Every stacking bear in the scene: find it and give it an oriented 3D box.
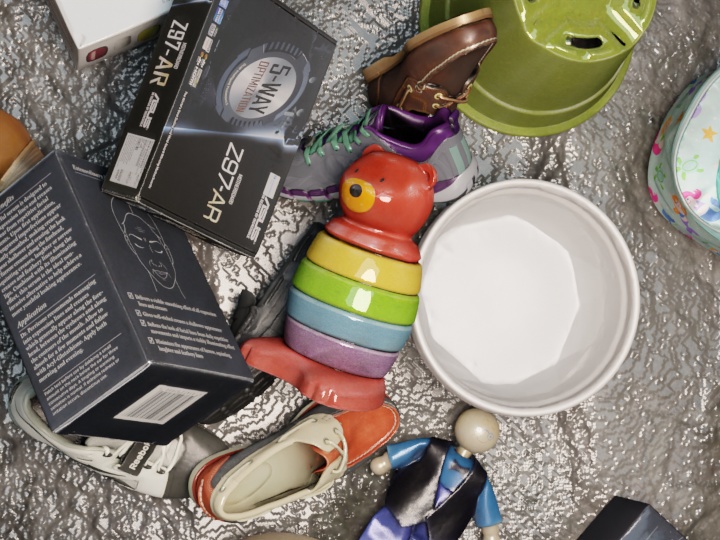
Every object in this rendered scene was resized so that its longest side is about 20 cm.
[{"bbox_3d":[0.000,0.000,1.495,0.114,0.121,0.201,10,102,-50],"label":"stacking bear"}]

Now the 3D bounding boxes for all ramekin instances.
[{"bbox_3d":[0.131,0.025,1.593,0.199,0.105,0.201,0,88,-9],"label":"ramekin"}]

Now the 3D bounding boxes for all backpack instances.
[{"bbox_3d":[0.360,-0.088,1.620,0.200,0.151,0.178,30,85,-2],"label":"backpack"}]

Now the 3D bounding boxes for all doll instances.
[{"bbox_3d":[0.062,0.210,1.602,0.136,0.048,0.200,29,87,-8],"label":"doll"}]

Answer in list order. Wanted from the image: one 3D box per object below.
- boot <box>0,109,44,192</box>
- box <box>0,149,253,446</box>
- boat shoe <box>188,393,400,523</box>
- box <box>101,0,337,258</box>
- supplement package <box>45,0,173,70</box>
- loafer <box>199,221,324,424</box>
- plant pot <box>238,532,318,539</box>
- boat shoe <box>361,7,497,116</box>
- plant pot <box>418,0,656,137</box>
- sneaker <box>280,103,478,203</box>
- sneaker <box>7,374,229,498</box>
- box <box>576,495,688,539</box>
[{"bbox_3d":[-0.360,-0.060,1.533,0.155,0.074,0.200,47,70,-6],"label":"boot"},{"bbox_3d":[-0.199,0.025,1.469,0.107,0.148,0.200,-35,66,20],"label":"box"},{"bbox_3d":[-0.047,0.158,1.562,0.200,0.063,0.071,-21,105,-23],"label":"boat shoe"},{"bbox_3d":[-0.111,-0.128,1.502,0.160,0.043,0.201,28,80,-52],"label":"box"},{"bbox_3d":[-0.177,-0.282,1.549,0.200,0.111,0.156,-24,92,-10],"label":"supplement package"},{"bbox_3d":[-0.080,0.046,1.581,0.070,0.068,0.201,41,85,15],"label":"loafer"},{"bbox_3d":[-0.074,0.326,1.478,0.187,0.200,0.188,0,97,4],"label":"plant pot"},{"bbox_3d":[0.065,-0.162,1.543,0.070,0.200,0.071,-17,87,-21],"label":"boat shoe"},{"bbox_3d":[0.165,-0.221,1.565,0.199,0.190,0.201,0,89,-10],"label":"plant pot"},{"bbox_3d":[-0.002,-0.110,1.553,0.199,0.088,0.075,1,45,18],"label":"sneaker"},{"bbox_3d":[-0.199,0.142,1.544,0.199,0.088,0.074,19,83,-10],"label":"sneaker"},{"bbox_3d":[0.235,0.331,1.599,0.182,0.104,0.200,42,82,-4],"label":"box"}]
